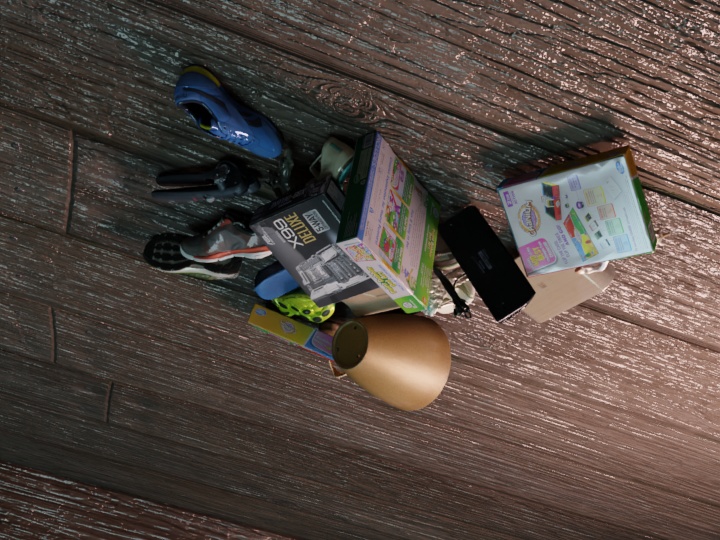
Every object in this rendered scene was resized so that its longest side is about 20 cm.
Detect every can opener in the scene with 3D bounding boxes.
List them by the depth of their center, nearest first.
[{"bbox_3d":[-0.266,-0.139,1.381,0.196,0.064,0.079,-4,145,20],"label":"can opener"}]

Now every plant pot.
[{"bbox_3d":[0.042,0.160,1.576,0.184,0.190,0.198,-18,155,37],"label":"plant pot"}]

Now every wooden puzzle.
[{"bbox_3d":[0.000,0.000,1.438,0.183,0.038,0.200,-15,135,38],"label":"wooden puzzle"}]

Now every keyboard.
[{"bbox_3d":[0.178,0.000,1.312,0.126,0.202,0.021,-31,150,2],"label":"keyboard"}]

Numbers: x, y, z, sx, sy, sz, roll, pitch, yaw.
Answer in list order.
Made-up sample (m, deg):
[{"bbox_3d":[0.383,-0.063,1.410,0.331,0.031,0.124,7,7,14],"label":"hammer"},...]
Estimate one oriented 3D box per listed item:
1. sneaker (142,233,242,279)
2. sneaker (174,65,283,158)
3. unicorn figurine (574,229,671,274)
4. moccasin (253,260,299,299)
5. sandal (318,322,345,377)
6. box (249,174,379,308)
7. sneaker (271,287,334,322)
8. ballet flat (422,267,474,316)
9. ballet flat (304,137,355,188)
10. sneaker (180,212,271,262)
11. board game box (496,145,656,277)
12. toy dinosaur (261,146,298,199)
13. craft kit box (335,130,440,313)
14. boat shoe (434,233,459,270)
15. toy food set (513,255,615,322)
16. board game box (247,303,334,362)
[{"bbox_3d":[-0.319,-0.011,1.587,0.196,0.078,0.089,10,156,5],"label":"sneaker"},{"bbox_3d":[-0.198,-0.215,1.236,0.065,0.080,0.199,-20,137,36],"label":"sneaker"},{"bbox_3d":[0.381,-0.060,1.295,0.136,0.075,0.199,-31,123,32],"label":"unicorn figurine"},{"bbox_3d":[-0.106,-0.019,1.501,0.197,0.069,0.081,-19,129,2],"label":"moccasin"},{"bbox_3d":[-0.050,0.198,1.814,0.076,0.071,0.213,-2,145,19],"label":"sandal"},{"bbox_3d":[-0.058,-0.041,1.324,0.156,0.050,0.201,-19,125,31],"label":"box"},{"bbox_3d":[-0.105,0.043,1.553,0.074,0.084,0.199,46,161,-25],"label":"sneaker"},{"bbox_3d":[0.156,0.039,1.417,0.071,0.073,0.199,-23,177,41],"label":"ballet flat"},{"bbox_3d":[-0.057,-0.139,1.331,0.068,0.070,0.201,16,145,-8],"label":"ballet flat"},{"bbox_3d":[-0.239,-0.069,1.493,0.196,0.077,0.083,-4,117,18],"label":"sneaker"},{"bbox_3d":[0.321,-0.084,1.235,0.197,0.040,0.155,-12,109,32],"label":"board game box"},{"bbox_3d":[-0.115,-0.114,1.354,0.047,0.088,0.202,-29,127,-16],"label":"toy dinosaur"},{"bbox_3d":[0.049,-0.072,1.264,0.048,0.203,0.197,-16,138,35],"label":"craft kit box"},{"bbox_3d":[0.119,-0.041,1.401,0.200,0.076,0.074,-19,140,38],"label":"boat shoe"},{"bbox_3d":[0.320,0.003,1.439,0.143,0.061,0.199,36,139,-15],"label":"toy food set"},{"bbox_3d":[-0.122,0.132,1.676,0.197,0.041,0.153,23,172,5],"label":"board game box"}]
